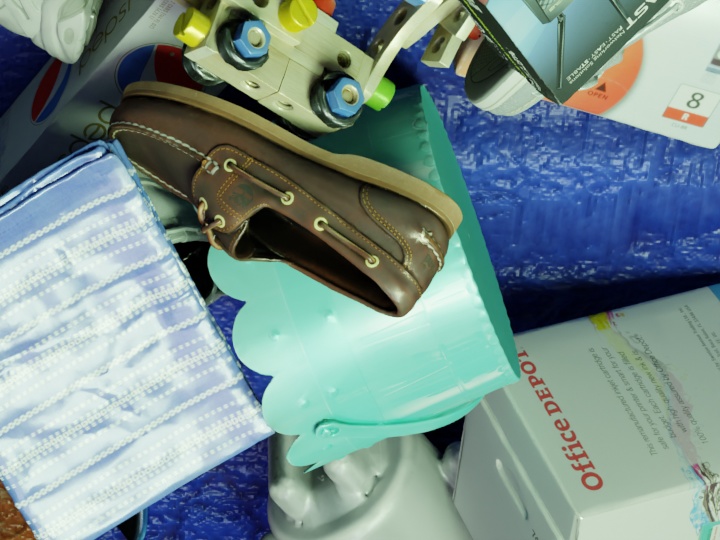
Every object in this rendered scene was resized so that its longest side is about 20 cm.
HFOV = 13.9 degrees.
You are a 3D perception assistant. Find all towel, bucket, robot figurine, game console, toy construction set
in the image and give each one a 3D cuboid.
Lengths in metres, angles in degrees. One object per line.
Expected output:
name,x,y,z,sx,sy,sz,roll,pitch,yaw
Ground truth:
towel,-0.148,0.043,1.567,0.145,0.024,0.200,-31,114,-7
bucket,0.000,0.000,1.652,0.135,0.207,0.207,-18,133,7
robot figurine,0.019,0.163,1.872,0.170,0.113,0.200,-23,130,23
game console,-0.189,0.043,1.675,0.171,0.200,0.118,30,93,-25
toy construction set,-0.031,-0.147,1.538,0.200,0.131,0.092,24,155,-14

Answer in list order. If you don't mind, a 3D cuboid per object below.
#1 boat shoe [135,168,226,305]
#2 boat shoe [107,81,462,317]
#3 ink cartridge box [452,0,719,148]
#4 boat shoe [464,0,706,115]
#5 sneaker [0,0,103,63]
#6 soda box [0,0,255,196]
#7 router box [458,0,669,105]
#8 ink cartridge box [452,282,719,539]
boat shoe,-0.109,-0.008,1.671,0.070,0.072,0.201,-35,163,8
boat shoe,-0.049,-0.037,1.535,0.200,0.070,0.070,21,159,20
ink cartridge box,0.160,-0.164,1.571,0.162,0.050,0.200,15,136,-15
boat shoe,0.143,-0.141,1.528,0.202,0.074,0.065,-39,114,8
sneaker,-0.177,-0.178,1.537,0.099,0.078,0.200,14,149,-5
soda box,-0.126,-0.107,1.638,0.068,0.064,0.200,26,131,-25
router box,0.124,-0.192,1.417,0.200,0.062,0.150,-44,150,2
ink cartridge box,0.177,0.117,1.757,0.200,0.147,0.146,-13,138,-19
